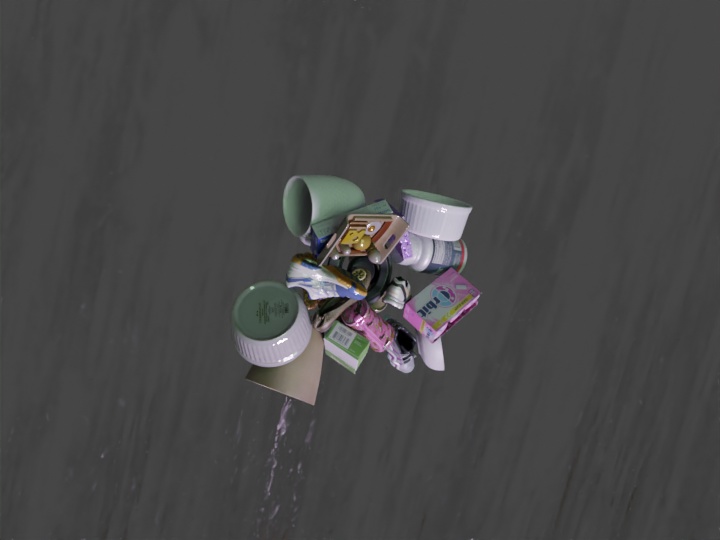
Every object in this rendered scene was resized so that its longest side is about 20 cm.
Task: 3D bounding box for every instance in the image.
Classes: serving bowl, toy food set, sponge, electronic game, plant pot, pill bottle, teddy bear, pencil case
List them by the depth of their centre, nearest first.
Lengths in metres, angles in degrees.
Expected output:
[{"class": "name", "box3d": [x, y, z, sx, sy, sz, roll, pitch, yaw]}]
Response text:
[{"class": "toy food set", "box3d": [0.007, -0.063, 1.333, 0.199, 0.061, 0.144, -4, 143, -43]}, {"class": "plant pot", "box3d": [-0.168, 0.214, 1.440, 0.187, 0.187, 0.202, 30, 73, -31]}, {"class": "pencil case", "box3d": [0.020, 0.139, 1.462, 0.083, 0.086, 0.200, -63, 144, -18]}, {"class": "teddy bear", "box3d": [-0.095, 0.044, 1.463, 0.144, 0.067, 0.202, -22, 95, -25]}, {"class": "electronic game", "box3d": [0.000, 0.000, 1.474, 0.198, 0.041, 0.202, -6, 100, -31]}, {"class": "sponge", "box3d": [0.085, -0.113, 1.483, 0.030, 0.200, 0.112, -19, 113, -7]}, {"class": "pill bottle", "box3d": [0.191, -0.051, 1.602, 0.198, 0.119, 0.121, 8, 98, -30]}, {"class": "serving bowl", "box3d": [0.194, 0.191, 1.637, 0.065, 0.200, 0.202, -8, 109, 4]}]

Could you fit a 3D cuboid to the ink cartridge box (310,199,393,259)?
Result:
[{"class": "ink cartridge box", "box3d": [-0.023, -0.097, 1.362, 0.198, 0.044, 0.094, -21, 153, -18]}]

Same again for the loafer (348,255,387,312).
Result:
[{"class": "loafer", "box3d": [0.026, 0.034, 1.557, 0.075, 0.068, 0.201, -33, 116, -19]}]

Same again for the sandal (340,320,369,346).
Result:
[{"class": "sandal", "box3d": [-0.041, 0.132, 1.547, 0.080, 0.054, 0.201, -39, 108, -24]}]

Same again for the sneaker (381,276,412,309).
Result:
[{"class": "sneaker", "box3d": [0.115, 0.060, 1.559, 0.073, 0.200, 0.081, 21, 92, 12]}]

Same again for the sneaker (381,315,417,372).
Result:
[{"class": "sneaker", "box3d": [0.127, 0.231, 1.619, 0.078, 0.140, 0.201, -37, 116, -16]}]

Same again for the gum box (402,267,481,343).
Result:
[{"class": "gum box", "box3d": [0.226, 0.090, 1.542, 0.199, 0.113, 0.066, -36, 154, -26]}]

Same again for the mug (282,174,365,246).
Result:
[{"class": "mug", "box3d": [-0.091, -0.143, 1.420, 0.174, 0.148, 0.201, -7, 136, -35]}]

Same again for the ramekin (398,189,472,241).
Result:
[{"class": "ramekin", "box3d": [0.195, -0.150, 1.540, 0.199, 0.200, 0.099, 4, 107, -30]}]

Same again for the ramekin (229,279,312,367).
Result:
[{"class": "ramekin", "box3d": [-0.218, 0.117, 1.350, 0.199, 0.200, 0.105, -34, 153, -18]}]

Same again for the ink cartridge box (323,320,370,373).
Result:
[{"class": "ink cartridge box", "box3d": [-0.038, 0.203, 1.480, 0.103, 0.200, 0.060, 32, 72, 8]}]

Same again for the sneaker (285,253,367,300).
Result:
[{"class": "sneaker", "box3d": [-0.084, 0.034, 1.350, 0.199, 0.075, 0.089, 24, 109, -10]}]

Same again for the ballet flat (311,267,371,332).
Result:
[{"class": "ballet flat", "box3d": [-0.049, 0.066, 1.390, 0.200, 0.067, 0.046, -47, 138, -12]}]
